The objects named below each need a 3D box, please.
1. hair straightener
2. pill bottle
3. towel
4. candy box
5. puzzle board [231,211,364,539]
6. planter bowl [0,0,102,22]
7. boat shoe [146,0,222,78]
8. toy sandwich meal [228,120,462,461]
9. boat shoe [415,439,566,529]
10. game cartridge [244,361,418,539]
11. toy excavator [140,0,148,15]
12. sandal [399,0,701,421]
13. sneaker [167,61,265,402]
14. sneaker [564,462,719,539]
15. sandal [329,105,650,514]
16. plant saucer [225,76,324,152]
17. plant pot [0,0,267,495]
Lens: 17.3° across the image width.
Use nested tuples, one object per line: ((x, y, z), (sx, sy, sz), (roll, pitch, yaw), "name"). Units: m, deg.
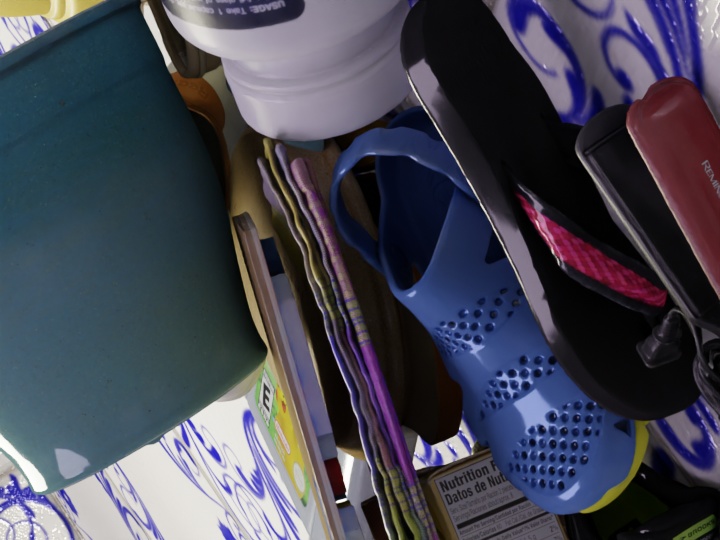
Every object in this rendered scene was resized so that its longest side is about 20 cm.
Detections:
((0.140, 0.025, 0.864), (0.200, 0.041, 0.077), (55, 151, -8), "hair straightener")
((-0.038, -0.154, 0.935), (0.111, 0.111, 0.200), (40, 156, 48), "pill bottle")
((-0.003, 0.049, 1.009), (0.144, 0.023, 0.200), (91, 161, -80), "towel")
((0.074, 0.184, 1.092), (0.200, 0.056, 0.117), (68, 162, 6), "candy box")
((-0.022, 0.072, 1.090), (0.151, 0.017, 0.200), (-143, 36, -83), "puzzle board")
((-0.229, -0.218, 1.445), (0.200, 0.083, 0.200), (51, 163, 23), "planter bowl")
((-0.110, -0.191, 1.147), (0.073, 0.063, 0.201), (-8, 114, 60), "boat shoe")
((0.000, 0.000, 1.160), (0.205, 0.070, 0.206), (164, 90, -70), "toy sandwich meal")
((0.076, 0.114, 1.199), (0.200, 0.072, 0.076), (12, 118, 62), "boat shoe")
((-0.023, 0.060, 1.304), (0.200, 0.040, 0.134), (-119, 34, -46), "game cartridge")
((-0.123, -0.059, 1.344), (0.200, 0.100, 0.195), (72, -156, -69), "toy excavator")
((0.083, -0.022, 0.896), (0.045, 0.075, 0.200), (-18, 117, 34), "sandal")
((-0.092, -0.013, 1.262), (0.085, 0.073, 0.200), (-57, -35, -64), "sneaker")
((0.145, 0.143, 1.011), (0.200, 0.071, 0.083), (46, 167, 45), "sneaker")
((0.044, 0.013, 0.961), (0.087, 0.079, 0.200), (7, -135, -51), "sandal")
((-0.042, -0.147, 1.048), (0.070, 0.019, 0.200), (44, 147, 41), "plant saucer")
((-0.146, -0.004, 1.140), (0.188, 0.200, 0.200), (59, 164, -4), "plant pot")
